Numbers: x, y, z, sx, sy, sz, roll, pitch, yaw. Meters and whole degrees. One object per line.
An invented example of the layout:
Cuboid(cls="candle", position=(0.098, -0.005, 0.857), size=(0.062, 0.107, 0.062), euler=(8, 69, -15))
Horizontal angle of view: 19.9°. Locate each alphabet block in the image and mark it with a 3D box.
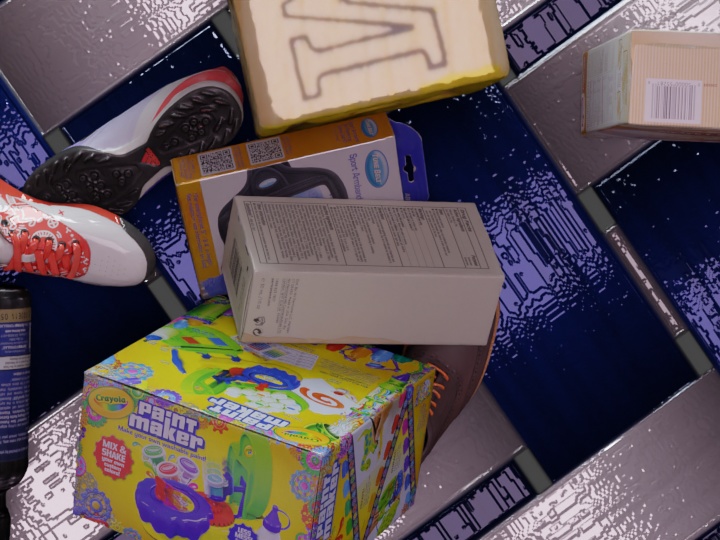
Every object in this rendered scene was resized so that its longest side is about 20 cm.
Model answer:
Cuboid(cls="alphabet block", position=(-0.006, -0.221, 1.579), size=(0.195, 0.195, 0.202), euler=(-12, 91, -2))

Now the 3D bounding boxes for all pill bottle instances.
Cuboid(cls="pill bottle", position=(-0.314, 0.111, 1.604), size=(0.111, 0.112, 0.202), euler=(1, 91, -4))

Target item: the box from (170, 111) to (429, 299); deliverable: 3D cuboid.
Cuboid(cls="box", position=(-0.042, -0.053, 1.626), size=(0.198, 0.042, 0.120), euler=(-12, 130, -2))

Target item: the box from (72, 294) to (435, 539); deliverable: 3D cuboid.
Cuboid(cls="box", position=(-0.078, 0.126, 1.536), size=(0.199, 0.192, 0.123), euler=(18, 113, 22))

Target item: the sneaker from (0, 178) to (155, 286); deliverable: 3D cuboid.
Cuboid(cls="sneaker", position=(-0.267, -0.015, 1.591), size=(0.200, 0.108, 0.068), euler=(23, 125, 5))

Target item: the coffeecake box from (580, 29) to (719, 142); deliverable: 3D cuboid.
Cuboid(cls="coffeecake box", position=(0.263, -0.140, 1.595), size=(0.152, 0.200, 0.074), euler=(2, 91, -4))

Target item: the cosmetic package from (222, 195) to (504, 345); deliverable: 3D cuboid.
Cuboid(cls="cosmetic package", position=(0.000, 0.000, 1.588), size=(0.198, 0.104, 0.073), euler=(3, 126, -15))

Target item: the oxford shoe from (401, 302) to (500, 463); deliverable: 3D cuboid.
Cuboid(cls="oxford shoe", position=(0.056, 0.100, 1.650), size=(0.071, 0.073, 0.201), euler=(28, 89, -4))

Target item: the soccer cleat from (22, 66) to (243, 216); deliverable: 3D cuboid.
Cuboid(cls="soccer cleat", position=(-0.179, -0.099, 1.639), size=(0.199, 0.073, 0.068), euler=(-29, 113, 14))
